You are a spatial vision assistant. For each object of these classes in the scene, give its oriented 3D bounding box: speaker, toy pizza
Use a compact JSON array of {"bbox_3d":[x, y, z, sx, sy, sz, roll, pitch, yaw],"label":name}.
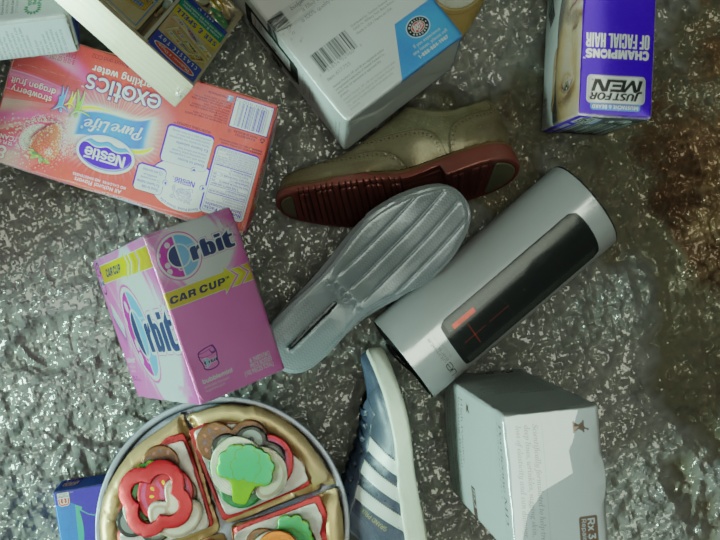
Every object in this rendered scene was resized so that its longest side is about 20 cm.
[{"bbox_3d":[0.107,0.010,0.857,0.199,0.081,0.082,-39,94,-4],"label":"speaker"},{"bbox_3d":[-0.106,0.199,0.812,0.196,0.032,0.204,0,90,-1],"label":"toy pizza"}]

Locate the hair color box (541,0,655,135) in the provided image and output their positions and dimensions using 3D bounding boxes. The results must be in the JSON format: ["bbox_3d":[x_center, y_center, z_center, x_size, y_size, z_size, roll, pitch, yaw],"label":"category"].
[{"bbox_3d":[0.189,-0.215,0.845,0.064,0.109,0.204,1,91,-5],"label":"hair color box"}]

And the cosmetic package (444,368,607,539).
[{"bbox_3d":[0.118,0.137,0.799,0.073,0.200,0.104,-5,91,-5],"label":"cosmetic package"}]

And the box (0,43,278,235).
[{"bbox_3d":[-0.169,-0.101,0.819,0.197,0.095,0.104,15,89,-5],"label":"box"}]

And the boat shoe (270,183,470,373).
[{"bbox_3d":[0.000,0.000,0.845,0.199,0.062,0.072,-38,104,2],"label":"boat shoe"}]

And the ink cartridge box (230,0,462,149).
[{"bbox_3d":[-0.028,-0.214,0.830,0.115,0.068,0.201,-36,82,-9],"label":"ink cartridge box"}]

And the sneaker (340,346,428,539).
[{"bbox_3d":[0.005,0.166,0.855,0.083,0.075,0.204,-9,88,2],"label":"sneaker"}]

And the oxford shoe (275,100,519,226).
[{"bbox_3d":[0.025,-0.088,0.864,0.196,0.071,0.076,-10,65,-3],"label":"oxford shoe"}]

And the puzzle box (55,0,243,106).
[{"bbox_3d":[-0.180,-0.220,0.756,0.200,0.134,0.025,41,124,-17],"label":"puzzle box"}]

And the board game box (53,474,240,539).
[{"bbox_3d":[-0.154,0.259,0.853,0.149,0.045,0.204,-9,92,-5],"label":"board game box"}]

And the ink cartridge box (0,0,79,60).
[{"bbox_3d":[-0.306,-0.230,0.780,0.196,0.044,0.199,-7,56,-4],"label":"ink cartridge box"}]

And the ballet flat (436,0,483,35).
[{"bbox_3d":[0.089,-0.272,0.857,0.068,0.063,0.203,23,89,-5],"label":"ballet flat"}]

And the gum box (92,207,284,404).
[{"bbox_3d":[-0.134,0.030,0.779,0.065,0.199,0.115,-20,94,-24],"label":"gum box"}]
